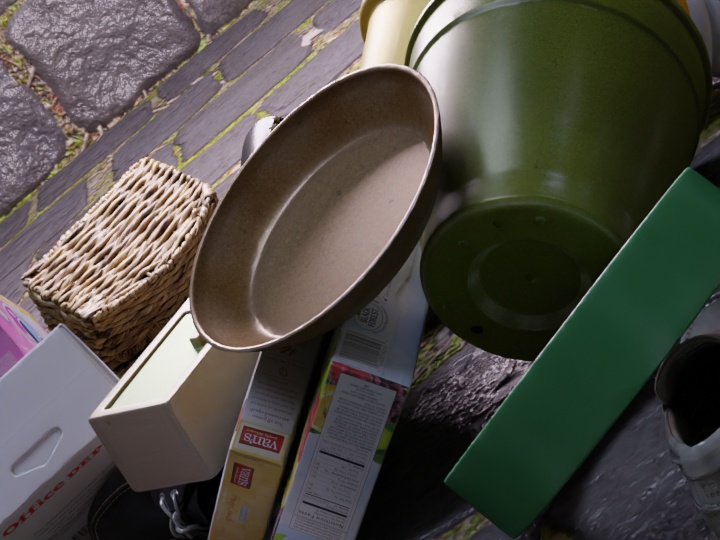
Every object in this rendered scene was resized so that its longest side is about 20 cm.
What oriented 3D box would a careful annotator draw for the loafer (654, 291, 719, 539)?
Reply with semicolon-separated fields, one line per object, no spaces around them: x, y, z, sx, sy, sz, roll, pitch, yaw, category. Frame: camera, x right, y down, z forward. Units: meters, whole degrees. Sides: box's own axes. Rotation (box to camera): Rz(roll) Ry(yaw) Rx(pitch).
0.174;0.054;0.894;0.070;0.070;0.200;-35;17;17;loafer

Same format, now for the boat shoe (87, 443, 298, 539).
-0.116;0.149;1.312;0.199;0.073;0.063;-28;17;22;boat shoe

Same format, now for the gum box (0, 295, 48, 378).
-0.272;0.072;1.455;0.066;0.114;0.200;-44;-19;-2;gum box

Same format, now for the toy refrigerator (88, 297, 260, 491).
-0.097;0.057;1.304;0.076;0.070;0.200;-14;26;37;toy refrigerator

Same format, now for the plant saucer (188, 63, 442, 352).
-0.019;-0.030;1.121;0.200;0.035;0.201;-33;36;28;plant saucer

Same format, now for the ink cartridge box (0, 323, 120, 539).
-0.220;0.139;1.392;0.146;0.086;0.200;-42;-19;-7;ink cartridge box

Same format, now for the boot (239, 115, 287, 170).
-0.052;-0.074;1.412;0.200;0.077;0.139;-30;44;51;boot

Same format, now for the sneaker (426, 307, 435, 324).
0.000;0.000;1.403;0.199;0.075;0.085;-2;41;52;sneaker

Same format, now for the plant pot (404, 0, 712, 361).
0.110;-0.056;1.160;0.200;0.200;0.194;-30;30;34;plant pot

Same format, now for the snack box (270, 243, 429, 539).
0.000;0.073;1.163;0.200;0.053;0.143;-72;1;-62;snack box

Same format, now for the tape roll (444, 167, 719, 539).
0.120;0.041;0.954;0.201;0.048;0.200;-52;-6;-8;tape roll

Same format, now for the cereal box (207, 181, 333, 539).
-0.046;0.065;1.201;0.144;0.039;0.201;106;-179;-57;cereal box

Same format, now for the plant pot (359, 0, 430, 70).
0.078;-0.132;1.437;0.200;0.200;0.190;-16;44;55;plant pot

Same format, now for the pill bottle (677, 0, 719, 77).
0.166;-0.156;1.309;0.198;0.110;0.109;-13;12;-10;pill bottle

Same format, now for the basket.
-0.210;0.015;1.915;0.142;0.150;0.200;23;59;36;basket
